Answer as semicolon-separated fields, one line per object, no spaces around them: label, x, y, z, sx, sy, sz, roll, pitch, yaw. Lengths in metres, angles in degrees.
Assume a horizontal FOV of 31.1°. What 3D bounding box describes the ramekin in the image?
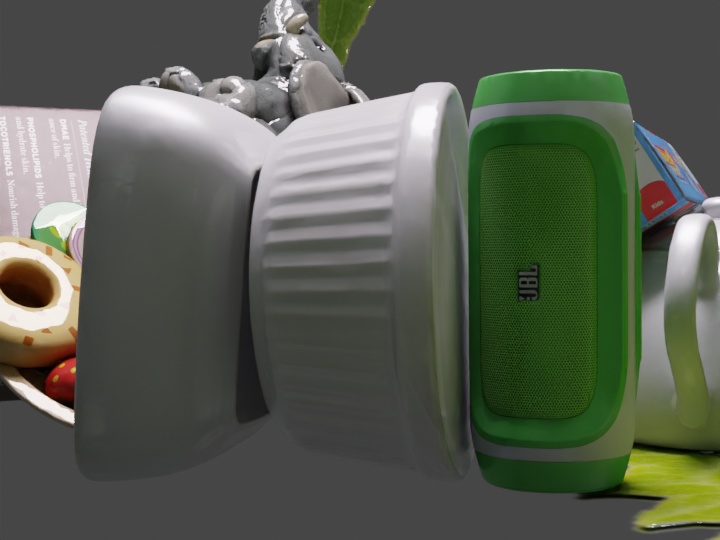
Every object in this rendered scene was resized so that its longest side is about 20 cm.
ramekin;0.008;0.006;0.671;0.093;0.206;0.202;-1;1;12

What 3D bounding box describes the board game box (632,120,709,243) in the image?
board game box;0.130;-0.013;0.869;0.199;0.056;0.195;-35;-10;17

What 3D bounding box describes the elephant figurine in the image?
elephant figurine;-0.055;-0.119;0.959;0.141;0.157;0.199;28;43;33

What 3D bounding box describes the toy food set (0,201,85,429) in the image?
toy food set;-0.152;0.026;0.844;0.199;0.049;0.198;35;42;16

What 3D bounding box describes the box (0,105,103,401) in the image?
box;-0.209;-0.011;1.005;0.197;0.166;0.166;-1;-33;-26

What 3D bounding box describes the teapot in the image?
teapot;0.226;0.028;0.808;0.194;0.149;0.200;-1;2;-19

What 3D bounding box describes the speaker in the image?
speaker;0.096;0.005;0.652;0.087;0.203;0.088;-1;2;0

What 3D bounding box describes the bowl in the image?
bowl;-0.079;0.008;0.689;0.073;0.203;0.200;4;1;12
